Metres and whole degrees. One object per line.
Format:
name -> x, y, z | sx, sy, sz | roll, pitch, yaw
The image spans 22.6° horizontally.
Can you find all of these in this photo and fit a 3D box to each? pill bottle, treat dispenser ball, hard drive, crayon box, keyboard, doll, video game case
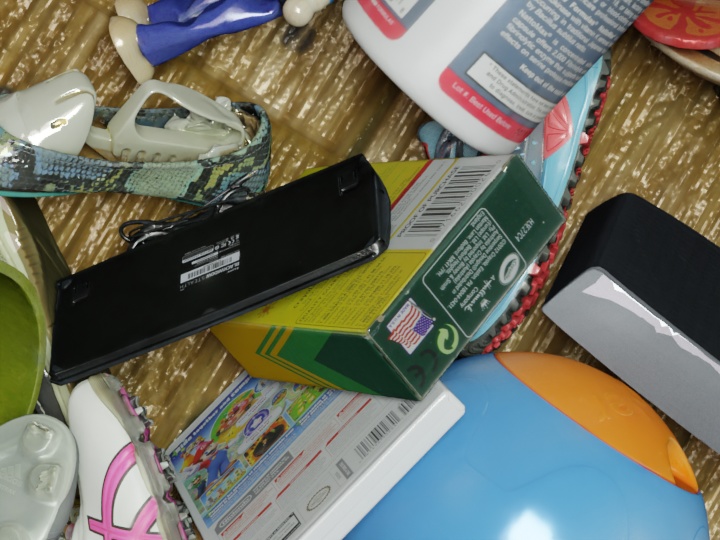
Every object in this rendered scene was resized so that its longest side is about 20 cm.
pill bottle -> 0.097, -0.167, 0.917 | 0.120, 0.120, 0.200 | 43, 105, 0
treat dispenser ball -> 0.081, 0.142, 0.941 | 0.200, 0.201, 0.201 | 0, 88, -2
hard drive -> 0.199, 0.043, 0.984 | 0.200, 0.135, 0.042 | 37, 123, -1
crayon box -> 0.000, 0.000, 0.947 | 0.127, 0.200, 0.051 | -50, 116, -21
keyboard -> -0.070, 0.000, 0.946 | 0.200, 0.104, 0.040 | -20, 132, 18
doll -> -0.039, -0.164, 0.986 | 0.200, 0.137, 0.049 | -25, 115, 10
video game case -> -0.032, 0.086, 0.942 | 0.143, 0.200, 0.018 | -46, 113, -1

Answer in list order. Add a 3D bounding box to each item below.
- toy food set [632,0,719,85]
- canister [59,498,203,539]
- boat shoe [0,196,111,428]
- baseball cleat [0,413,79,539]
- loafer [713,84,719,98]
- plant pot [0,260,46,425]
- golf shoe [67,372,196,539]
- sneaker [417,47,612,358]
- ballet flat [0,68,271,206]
toy food set -> 0.231, -0.165, 0.984 | 0.197, 0.049, 0.200 | -11, 52, -11
canister -> -0.155, 0.196, 0.989 | 0.199, 0.087, 0.149 | 8, 87, -3
boat shoe -> -0.199, 0.012, 1.004 | 0.066, 0.072, 0.201 | -24, 86, 10
baseball cleat -> -0.196, 0.169, 0.901 | 0.070, 0.106, 0.200 | 25, 74, 16
loafer -> 0.248, -0.073, 1.016 | 0.067, 0.076, 0.200 | -17, 89, 4
plant pot -> -0.294, 0.041, 0.891 | 0.193, 0.200, 0.201 | 29, 87, 22
golf shoe -> -0.124, 0.153, 0.916 | 0.092, 0.073, 0.200 | -16, 85, -6
sneaker -> 0.074, -0.049, 1.019 | 0.095, 0.079, 0.200 | 18, 80, 10
ballet flat -> -0.138, -0.077, 0.976 | 0.200, 0.074, 0.074 | 2, 88, -31
